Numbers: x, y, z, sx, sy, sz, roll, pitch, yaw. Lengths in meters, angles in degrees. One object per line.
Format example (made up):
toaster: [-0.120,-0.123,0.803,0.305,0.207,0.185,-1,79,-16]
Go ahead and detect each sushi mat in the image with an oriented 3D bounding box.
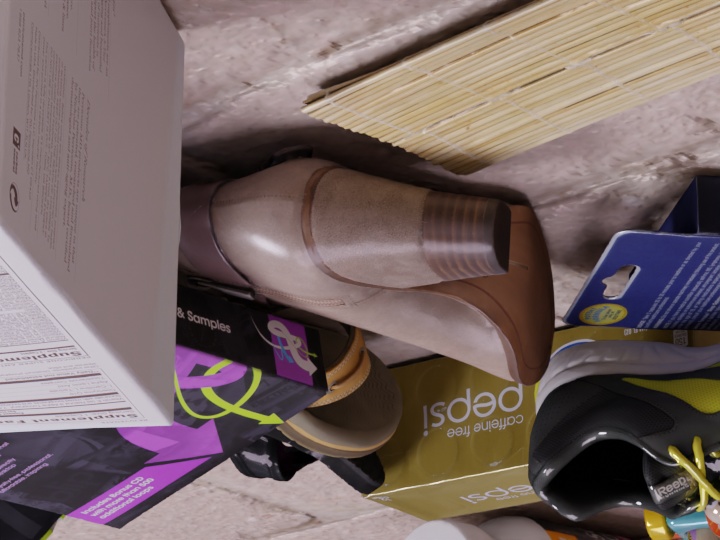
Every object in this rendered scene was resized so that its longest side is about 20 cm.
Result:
sushi mat: [0.079,-0.079,0.931,0.199,0.012,0.095,-20,150,41]

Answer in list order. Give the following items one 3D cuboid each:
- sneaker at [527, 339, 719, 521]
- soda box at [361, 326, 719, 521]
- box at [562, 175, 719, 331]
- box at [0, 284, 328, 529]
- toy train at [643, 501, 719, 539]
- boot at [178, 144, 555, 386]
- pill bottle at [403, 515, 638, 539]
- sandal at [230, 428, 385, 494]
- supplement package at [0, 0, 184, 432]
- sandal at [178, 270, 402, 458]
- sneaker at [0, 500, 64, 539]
sneaker: [0.165,0.074,1.111,0.199,0.085,0.075,-12,124,29]
soda box: [0.096,0.074,1.255,0.199,0.068,0.064,-15,156,34]
box: [0.196,-0.003,1.104,0.198,0.033,0.121,2,159,-8]
box: [-0.132,0.048,1.037,0.199,0.036,0.143,20,137,-41]
toy train: [0.250,0.142,1.456,0.149,0.056,0.200,6,158,-15]
boot: [0.000,0.000,1.079,0.145,0.071,0.200,1,159,14]
pill bottle: [0.119,0.217,1.562,0.199,0.117,0.116,15,155,-36]
sandal: [-0.060,0.061,1.208,0.048,0.076,0.200,-39,137,15]
supplement package: [-0.154,-0.045,0.820,0.149,0.153,0.200,-4,159,10]
sandal: [-0.033,0.033,1.157,0.054,0.081,0.200,-39,145,16]
sneaker: [-0.172,0.110,1.260,0.199,0.083,0.072,-15,-172,-13]
